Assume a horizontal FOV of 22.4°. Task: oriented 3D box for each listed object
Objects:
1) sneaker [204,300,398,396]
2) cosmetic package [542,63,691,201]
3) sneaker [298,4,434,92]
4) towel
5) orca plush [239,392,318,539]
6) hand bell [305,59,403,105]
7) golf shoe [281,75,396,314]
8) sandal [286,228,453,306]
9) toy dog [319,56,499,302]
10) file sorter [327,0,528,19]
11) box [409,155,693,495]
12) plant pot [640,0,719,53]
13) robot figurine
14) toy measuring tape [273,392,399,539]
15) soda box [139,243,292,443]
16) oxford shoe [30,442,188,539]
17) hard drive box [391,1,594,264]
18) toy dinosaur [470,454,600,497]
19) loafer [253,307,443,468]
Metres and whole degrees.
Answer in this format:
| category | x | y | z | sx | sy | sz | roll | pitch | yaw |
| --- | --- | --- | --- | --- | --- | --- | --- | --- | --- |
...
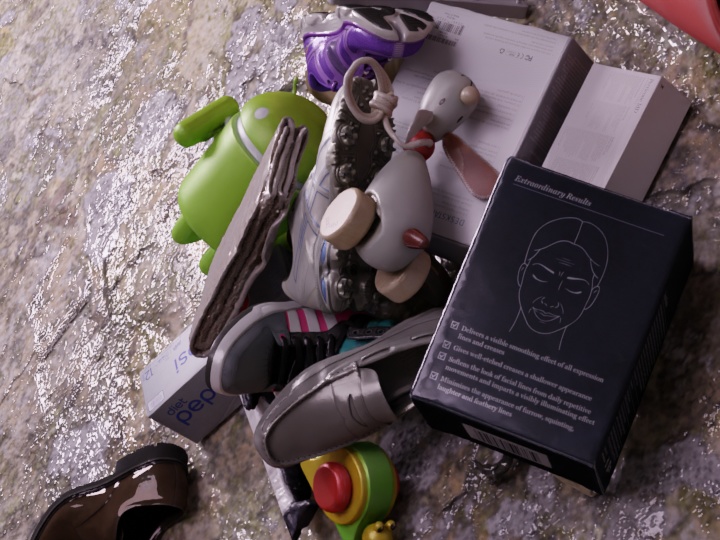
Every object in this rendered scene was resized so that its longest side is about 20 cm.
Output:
| category | x | y | z | sx | sy | sz | roll | pitch | yaw |
| --- | --- | --- | --- | --- | --- | --- | --- | --- | --- |
| sneaker | -0.030 | 0.079 | 1.537 | 0.120 | 0.199 | 0.084 | 20 | 113 | 31 |
| cosmetic package | 0.187 | -0.065 | 1.483 | 0.082 | 0.051 | 0.201 | 21 | 82 | 53 |
| sneaker | 0.006 | -0.189 | 1.601 | 0.200 | 0.080 | 0.084 | -174 | 85 | -69 |
| towel | -0.098 | -0.029 | 1.614 | 0.133 | 0.034 | 0.201 | -77 | 14 | -50 |
| orca plush | -0.059 | 0.137 | 1.603 | 0.071 | 0.106 | 0.200 | -20 | 40 | -4 |
| hand bell | 0.030 | -0.120 | 1.684 | 0.104 | 0.104 | 0.201 | -40 | 54 | 22 |
| golf shoe | -0.029 | -0.065 | 1.533 | 0.097 | 0.078 | 0.202 | 3 | 82 | 43 |
| sandal | 0.000 | 0.000 | 1.613 | 0.199 | 0.082 | 0.055 | 23 | 67 | 39 |
| toy dog | 0.050 | -0.075 | 1.465 | 0.096 | 0.131 | 0.202 | -1 | 77 | 55 |
| file sorter | 0.052 | -0.319 | 1.653 | 0.139 | 0.199 | 0.125 | 56 | 138 | 49 |
| box | 0.146 | 0.041 | 1.361 | 0.148 | 0.107 | 0.201 | 20 | 78 | 17 |
| plant pot | 0.297 | -0.257 | 1.398 | 0.201 | 0.200 | 0.177 | -58 | 28 | 0 |
| robot figurine | -0.096 | -0.087 | 1.744 | 0.176 | 0.116 | 0.200 | 48 | 115 | 13 |
| toy measuring tape | -0.019 | 0.148 | 1.529 | 0.074 | 0.073 | 0.201 | -42 | 55 | 19 |
| soda box | -0.115 | 0.071 | 1.708 | 0.200 | 0.068 | 0.064 | -42 | 39 | 19 |
| oxford shoe | -0.243 | 0.245 | 1.729 | 0.200 | 0.072 | 0.085 | -36 | 45 | 26 |
| hard drive box | 0.094 | -0.114 | 1.568 | 0.155 | 0.077 | 0.201 | 21 | 81 | 36 |
| toy dinosaur | 0.118 | 0.116 | 1.444 | 0.088 | 0.047 | 0.201 | -35 | 47 | 17 |
| loafer | 0.004 | 0.097 | 1.472 | 0.199 | 0.070 | 0.070 | -34 | 19 | -6 |
